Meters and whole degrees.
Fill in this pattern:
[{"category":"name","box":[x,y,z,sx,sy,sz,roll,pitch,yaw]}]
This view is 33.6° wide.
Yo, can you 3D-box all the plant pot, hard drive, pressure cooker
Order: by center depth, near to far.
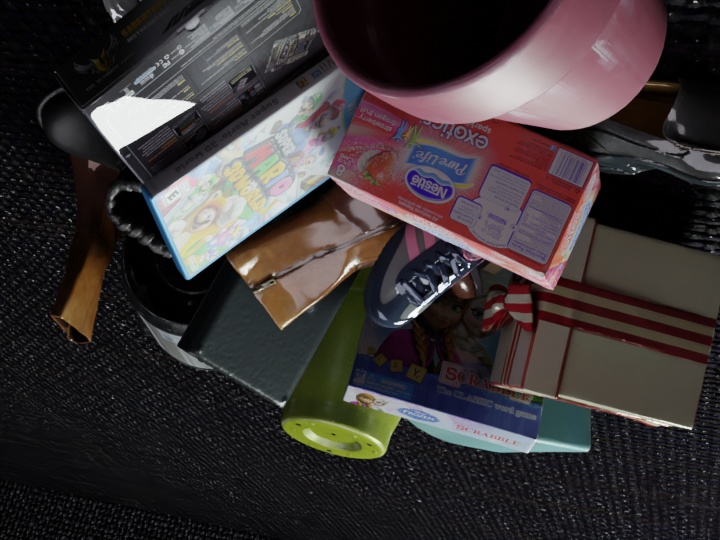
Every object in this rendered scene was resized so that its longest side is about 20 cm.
[{"category":"plant pot","box":[0.098,-0.174,0.741,0.198,0.203,0.178,-3,166,37]},{"category":"hard drive","box":[-0.081,0.023,1.207,0.139,0.202,0.033,36,169,-38]},{"category":"pressure cooker","box":[-0.166,0.017,1.318,0.176,0.178,0.200,52,170,20]},{"category":"plant pot","box":[0.147,0.130,1.355,0.140,0.143,0.199,-9,166,44]},{"category":"plant pot","box":[-0.009,0.113,1.424,0.198,0.195,0.201,13,157,5]}]

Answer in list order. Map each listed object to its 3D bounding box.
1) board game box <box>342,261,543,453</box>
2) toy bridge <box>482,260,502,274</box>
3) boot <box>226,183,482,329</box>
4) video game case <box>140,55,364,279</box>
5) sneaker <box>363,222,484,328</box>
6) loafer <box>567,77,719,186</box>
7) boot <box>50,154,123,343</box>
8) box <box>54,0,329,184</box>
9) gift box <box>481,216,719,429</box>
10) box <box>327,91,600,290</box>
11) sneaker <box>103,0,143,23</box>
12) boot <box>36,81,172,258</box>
[{"category":"board game box","box":[0.100,0.066,1.239,0.197,0.201,0.041,15,149,-1]},{"category":"toy bridge","box":[0.071,-0.051,1.216,0.198,0.028,0.067,22,155,-10]},{"category":"boot","box":[0.000,0.000,1.142,0.199,0.069,0.189,-34,125,8]},{"category":"video game case","box":[-0.078,-0.084,0.968,0.018,0.199,0.144,48,166,23]},{"category":"sneaker","box":[0.079,-0.021,1.059,0.070,0.201,0.082,35,-171,-25]},{"category":"loafer","box":[0.250,-0.112,0.913,0.198,0.074,0.072,2,149,26]},{"category":"boot","box":[-0.293,-0.043,1.245,0.068,0.202,0.189,15,157,2]},{"category":"box","box":[-0.110,-0.154,0.907,0.048,0.199,0.159,48,176,30]},{"category":"gift box","box":[0.219,0.034,1.130,0.184,0.203,0.185,13,170,-4]},{"category":"box","box":[0.087,-0.073,0.978,0.198,0.104,0.095,25,177,15]},{"category":"sneaker","box":[-0.111,-0.194,0.959,0.098,0.079,0.199,-19,150,28]},{"category":"boot","box":[-0.211,-0.096,1.073,0.208,0.159,0.080,10,131,5]}]
